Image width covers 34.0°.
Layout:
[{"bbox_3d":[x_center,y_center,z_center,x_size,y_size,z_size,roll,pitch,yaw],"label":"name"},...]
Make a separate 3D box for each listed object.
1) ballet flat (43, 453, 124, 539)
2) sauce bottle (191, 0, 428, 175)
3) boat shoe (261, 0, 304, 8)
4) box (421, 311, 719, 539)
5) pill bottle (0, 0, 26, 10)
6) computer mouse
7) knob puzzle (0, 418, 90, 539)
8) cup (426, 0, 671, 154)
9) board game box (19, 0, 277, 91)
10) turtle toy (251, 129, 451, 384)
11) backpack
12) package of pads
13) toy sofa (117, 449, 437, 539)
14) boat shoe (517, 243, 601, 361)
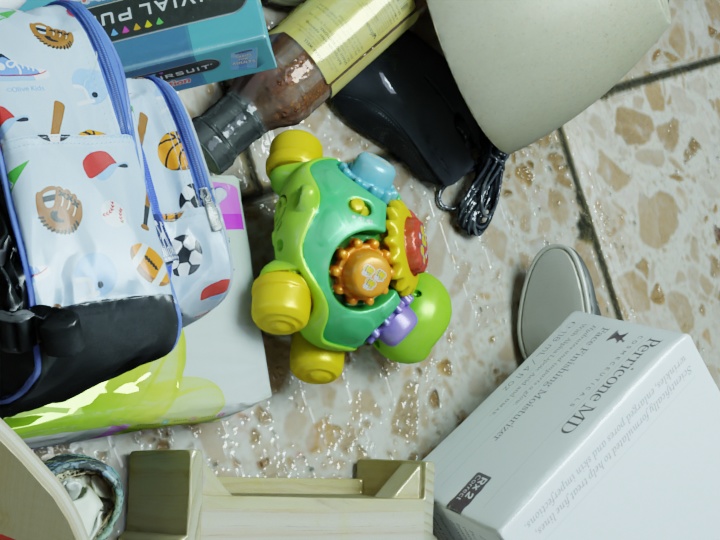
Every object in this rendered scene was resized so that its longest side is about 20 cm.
[{"bbox_3d":[-0.206,0.173,0.643,0.074,0.074,0.200,52,55,-17],"label":"ballet flat"},{"bbox_3d":[-0.039,-0.146,0.815,0.200,0.066,0.066,-42,107,-16],"label":"sauce bottle"},{"bbox_3d":[0.005,-0.244,0.890,0.199,0.074,0.076,-24,95,-38],"label":"boat shoe"},{"bbox_3d":[0.172,0.171,0.844,0.199,0.130,0.201,-41,113,-19],"label":"box"},{"bbox_3d":[-0.229,-0.168,0.613,0.112,0.199,0.113,9,75,-36],"label":"pill bottle"},{"bbox_3d":[0.056,-0.131,0.919,0.199,0.053,0.139,32,63,-28],"label":"computer mouse"},{"bbox_3d":[-0.206,0.122,0.555,0.220,0.219,0.031,53,26,-16],"label":"knob puzzle"},{"bbox_3d":[0.143,-0.203,0.863,0.200,0.142,0.202,48,33,-46],"label":"cup"},{"bbox_3d":[-0.145,-0.204,0.710,0.150,0.047,0.202,-14,76,0],"label":"board game box"},{"bbox_3d":[0.000,0.000,0.798,0.200,0.100,0.147,60,28,-55],"label":"turtle toy"},{"bbox_3d":[-0.159,-0.034,0.571,0.153,0.199,0.192,-17,85,-42],"label":"backpack"},{"bbox_3d":[-0.154,0.024,0.714,0.199,0.068,0.156,-5,83,-38],"label":"package of pads"},{"bbox_3d":[-0.049,0.167,0.756,0.199,0.083,0.099,8,79,-36],"label":"toy sofa"},{"bbox_3d":[0.172,0.079,0.964,0.057,0.066,0.202,-2,86,-57],"label":"boat shoe"}]
